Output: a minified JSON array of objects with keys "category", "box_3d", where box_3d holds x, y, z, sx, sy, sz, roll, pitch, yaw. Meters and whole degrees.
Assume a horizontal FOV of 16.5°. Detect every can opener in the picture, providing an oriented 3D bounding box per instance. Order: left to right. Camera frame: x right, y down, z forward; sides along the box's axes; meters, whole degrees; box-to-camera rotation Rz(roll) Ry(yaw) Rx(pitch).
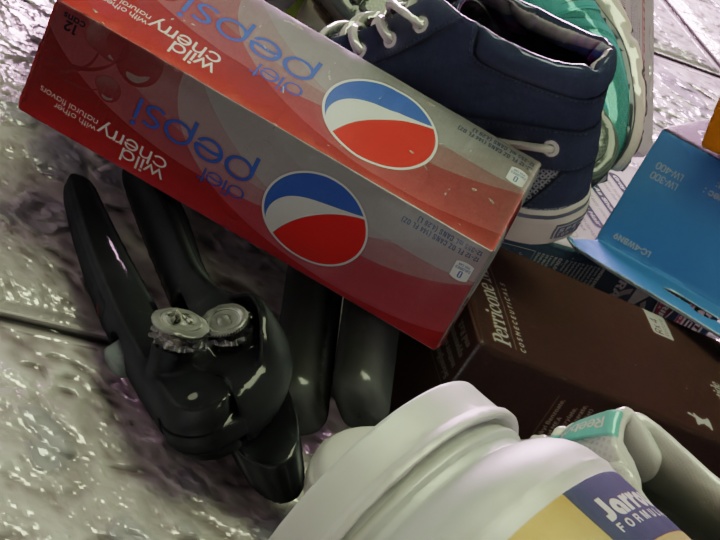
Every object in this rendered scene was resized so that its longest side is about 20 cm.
[{"category":"can opener","box_3d":[-0.079,0.014,0.985,0.063,0.079,0.200,-16,39,-19]},{"category":"can opener","box_3d":[0.000,0.000,1.072,0.053,0.067,0.201,-6,44,13]}]

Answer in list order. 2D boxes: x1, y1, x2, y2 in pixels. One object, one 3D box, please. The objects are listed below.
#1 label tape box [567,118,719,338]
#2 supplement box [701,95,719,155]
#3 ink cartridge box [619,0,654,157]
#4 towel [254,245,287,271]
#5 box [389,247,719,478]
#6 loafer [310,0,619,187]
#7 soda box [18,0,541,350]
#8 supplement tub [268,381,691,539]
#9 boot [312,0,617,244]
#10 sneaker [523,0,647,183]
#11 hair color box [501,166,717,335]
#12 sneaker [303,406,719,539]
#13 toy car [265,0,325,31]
[{"category":"label tape box","box_3d":[0.207,-0.014,1.194,0.143,0.066,0.200,31,20,24]},{"category":"supplement box","box_3d":[0.253,-0.110,1.210,0.073,0.126,0.200,28,21,22]},{"category":"ink cartridge box","box_3d":[0.116,-0.121,1.348,0.068,0.116,0.200,0,-1,14]},{"category":"towel","box_3d":[-0.086,-0.090,1.153,0.147,0.024,0.200,41,16,-34]},{"category":"box","box_3d":[0.109,0.064,1.094,0.199,0.075,0.100,21,27,-22]},{"category":"loafer","box_3d":[0.029,-0.099,1.148,0.200,0.063,0.072,45,53,8]},{"category":"soda box","box_3d":[-0.033,-0.054,1.005,0.199,0.064,0.070,30,42,2]},{"category":"supplement tub","box_3d":[0.066,0.145,0.797,0.200,0.145,0.144,42,25,19]},{"category":"boot","box_3d":[0.013,-0.090,1.054,0.199,0.091,0.073,21,37,13]},{"category":"sneaker","box_3d":[0.076,-0.132,1.191,0.080,0.077,0.201,13,55,-60]},{"category":"hair color box","box_3d":[0.082,-0.017,1.223,0.199,0.061,0.100,13,33,-38]},{"category":"sneaker","box_3d":[0.073,0.081,0.898,0.199,0.089,0.075,16,43,19]},{"category":"toy car","box_3d":[-0.021,-0.183,1.256,0.200,0.150,0.175,35,9,-27]}]
